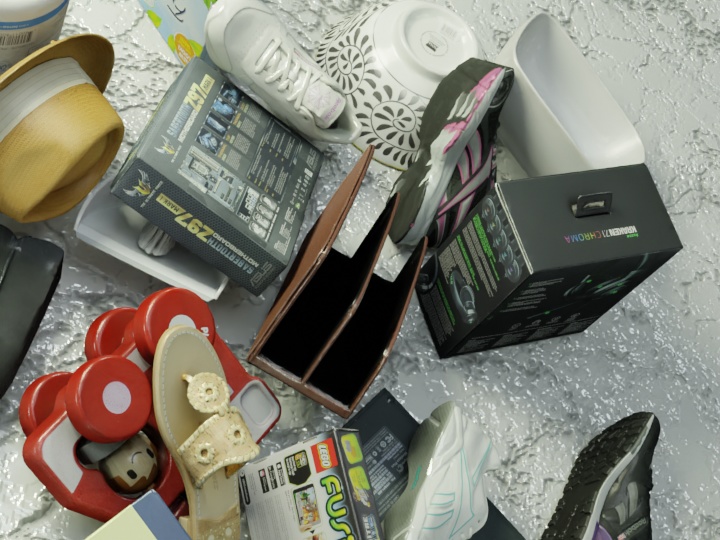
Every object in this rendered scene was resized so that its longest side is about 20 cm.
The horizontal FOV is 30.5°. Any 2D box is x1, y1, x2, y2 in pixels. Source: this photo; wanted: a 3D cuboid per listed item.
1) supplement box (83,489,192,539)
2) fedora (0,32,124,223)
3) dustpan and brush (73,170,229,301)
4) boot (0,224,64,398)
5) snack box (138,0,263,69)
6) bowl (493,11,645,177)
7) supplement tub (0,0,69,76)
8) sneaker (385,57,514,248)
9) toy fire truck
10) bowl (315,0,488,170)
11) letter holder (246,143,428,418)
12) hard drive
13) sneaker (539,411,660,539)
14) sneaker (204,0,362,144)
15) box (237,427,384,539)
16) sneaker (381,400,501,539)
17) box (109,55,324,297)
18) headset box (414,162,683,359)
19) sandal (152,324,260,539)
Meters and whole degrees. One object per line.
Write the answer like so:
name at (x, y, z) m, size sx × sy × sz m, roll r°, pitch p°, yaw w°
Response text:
supplement box at (-0.171, 0.301, 0.918) m, size 0.199 × 0.134 × 0.200 m, roll -35°, pitch 80°, yaw -21°
fedora at (-0.258, -0.101, 1.085) m, size 0.082 × 0.201 × 0.200 m, roll 43°, pitch 55°, yaw 8°
dustpan and brush at (-0.161, -0.066, 1.187) m, size 0.139 × 0.057 × 0.200 m, roll 26°, pitch 26°, yaw -7°
boot at (-0.342, 0.040, 1.047) m, size 0.164 × 0.066 × 0.201 m, roll 28°, pitch 58°, yaw -18°
snack box at (-0.171, -0.313, 1.253) m, size 0.067 × 0.169 × 0.201 m, roll -26°, pitch 77°, yaw -29°
bowl at (0.202, -0.151, 1.349) m, size 0.200 × 0.074 × 0.200 m, roll 51°, pitch 30°, yaw -8°
supplement tub at (-0.318, -0.215, 1.115) m, size 0.131 × 0.200 × 0.133 m, roll 11°, pitch 60°, yaw -19°
sneaker at (0.100, -0.110, 1.274) m, size 0.086 × 0.201 × 0.080 m, roll 16°, pitch 25°, yaw -30°
toy fire truck at (-0.166, 0.122, 1.066) m, size 0.168 × 0.112 × 0.200 m, roll 52°, pitch 52°, yaw -15°
bowl at (0.062, -0.209, 1.346) m, size 0.199 × 0.094 × 0.202 m, roll 11°, pitch 60°, yaw -19°
letter holder at (0.000, 0.000, 1.137) m, size 0.100 × 0.142 × 0.200 m, roll 30°, pitch 33°, yaw -6°
hard drive at (0.043, 0.218, 1.142) m, size 0.200 × 0.033 × 0.139 m, roll 47°, pitch 55°, yaw 5°
sneaker at (0.234, 0.223, 1.214) m, size 0.088 × 0.076 × 0.200 m, roll 46°, pitch 58°, yaw -13°
sneaker at (-0.064, -0.185, 1.220) m, size 0.099 × 0.200 × 0.075 m, roll 28°, pitch 81°, yaw 41°
box at (-0.030, 0.238, 1.046) m, size 0.035 × 0.110 × 0.201 m, roll 14°, pitch 57°, yaw -53°
sneaker at (0.064, 0.207, 1.096) m, size 0.080 × 0.070 × 0.201 m, roll 38°, pitch 57°, yaw -15°
box at (-0.121, -0.088, 1.171) m, size 0.157 × 0.051 × 0.200 m, roll 37°, pitch 31°, yaw -16°
headset box at (0.171, -0.010, 1.222) m, size 0.173 × 0.200 × 0.093 m, roll -9°, pitch 68°, yaw -27°
sandal at (-0.104, 0.146, 1.024) m, size 0.077 × 0.069 × 0.213 m, roll -23°, pitch 114°, yaw -50°
